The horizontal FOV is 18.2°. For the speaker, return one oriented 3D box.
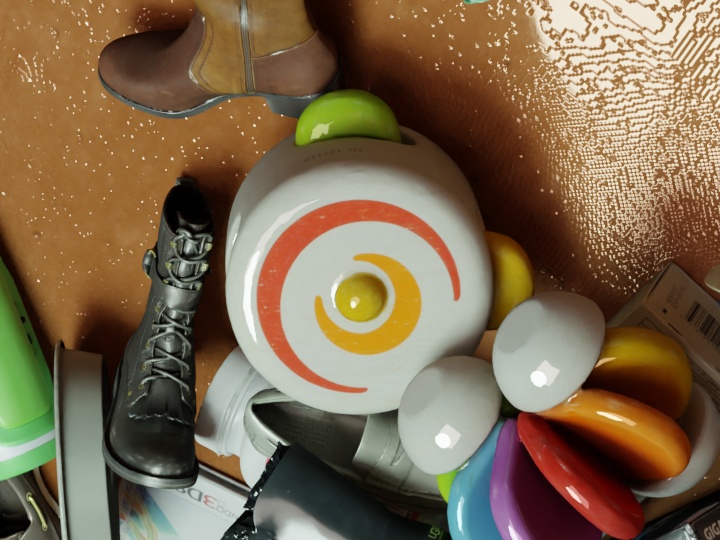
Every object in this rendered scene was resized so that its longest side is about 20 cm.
[{"bbox_3d":[-0.300,0.061,1.764,0.088,0.088,0.201,-16,99,31],"label":"speaker"}]

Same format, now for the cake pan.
[{"bbox_3d":[-0.209,0.152,1.725,0.036,0.201,0.202,-4,117,-4],"label":"cake pan"}]

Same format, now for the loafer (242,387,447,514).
[{"bbox_3d":[0.013,0.125,1.565,0.198,0.070,0.070,10,78,10],"label":"loafer"}]

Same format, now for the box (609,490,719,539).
[{"bbox_3d":[0.200,0.202,1.533,0.198,0.200,0.050,-34,82,35],"label":"box"}]

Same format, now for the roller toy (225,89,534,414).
[{"bbox_3d":[0.000,0.000,1.531,0.200,0.140,0.182,42,103,-16],"label":"roller toy"}]

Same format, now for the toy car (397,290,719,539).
[{"bbox_3d":[0.129,0.126,1.446,0.175,0.151,0.200,35,128,-28],"label":"toy car"}]

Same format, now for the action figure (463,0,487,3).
[{"bbox_3d":[0.104,-0.225,1.454,0.199,0.055,0.118,-26,104,38],"label":"action figure"}]

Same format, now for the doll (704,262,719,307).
[{"bbox_3d":[0.313,0.064,1.482,0.136,0.048,0.201,-35,110,1],"label":"doll"}]

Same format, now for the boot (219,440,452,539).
[{"bbox_3d":[-0.023,0.231,1.555,0.167,0.076,0.201,26,114,7],"label":"boot"}]

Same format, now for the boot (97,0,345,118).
[{"bbox_3d":[-0.113,-0.177,1.511,0.187,0.069,0.200,13,154,19],"label":"boot"}]

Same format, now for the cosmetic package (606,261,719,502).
[{"bbox_3d":[0.182,0.101,1.568,0.103,0.073,0.200,43,126,0],"label":"cosmetic package"}]

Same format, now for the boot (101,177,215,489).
[{"bbox_3d":[-0.140,0.042,1.620,0.069,0.200,0.175,8,119,-15],"label":"boot"}]

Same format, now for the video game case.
[{"bbox_3d":[-0.125,0.252,1.826,0.181,0.022,0.201,24,123,14],"label":"video game case"}]

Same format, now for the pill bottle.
[{"bbox_3d":[-0.017,0.133,1.660,0.199,0.109,0.109,26,124,12],"label":"pill bottle"}]

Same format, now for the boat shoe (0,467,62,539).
[{"bbox_3d":[-0.284,0.206,1.857,0.071,0.060,0.201,-9,110,30],"label":"boat shoe"}]
